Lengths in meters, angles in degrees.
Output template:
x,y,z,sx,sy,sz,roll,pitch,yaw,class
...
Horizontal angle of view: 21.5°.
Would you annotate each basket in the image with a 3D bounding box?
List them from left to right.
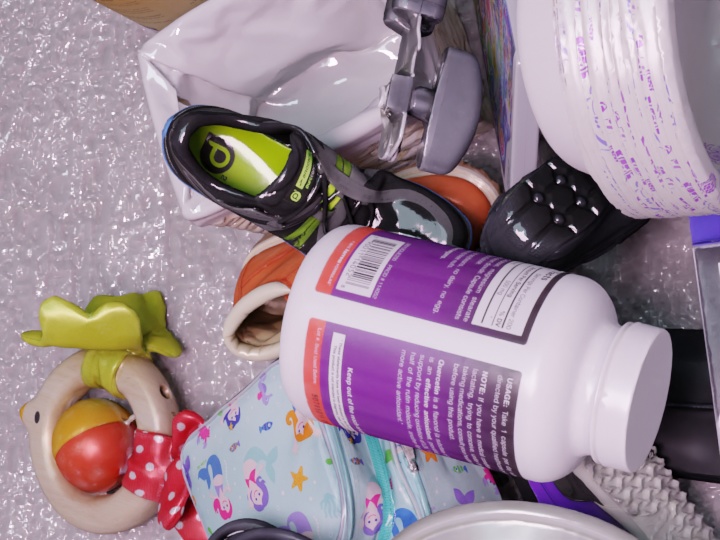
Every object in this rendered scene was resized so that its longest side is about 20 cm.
x,y,z,sx,sy,sz,roll,pitch,yaw,class
-0.025,-0.119,1.248,0.199,0.123,0.137,-26,69,23,basket

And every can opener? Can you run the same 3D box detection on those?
x,y,z,sx,sy,sz,roll,pitch,yaw,class
0.050,-0.157,1.130,0.066,0.053,0.202,14,80,-9,can opener

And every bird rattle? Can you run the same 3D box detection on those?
x,y,z,sx,sy,sz,roll,pitch,yaw,class
-0.160,0.113,1.313,0.163,0.112,0.201,-38,77,29,bird rattle

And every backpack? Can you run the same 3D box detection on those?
x,y,z,sx,sy,sz,roll,pitch,yaw,class
-0.005,0.142,1.168,0.177,0.150,0.201,-40,71,41,backpack

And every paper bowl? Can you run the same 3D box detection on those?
x,y,z,sx,sy,sz,roll,pitch,yaw,class
0.156,-0.128,1.038,0.103,0.200,0.203,-5,77,30,paper bowl

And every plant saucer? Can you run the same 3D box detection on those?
x,y,z,sx,sy,sz,roll,pitch,yaw,class
0.094,0.215,1.052,0.198,0.201,0.050,-12,33,26,plant saucer

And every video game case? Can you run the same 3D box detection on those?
x,y,z,sx,sy,sz,roll,pitch,yaw,class
0.087,-0.154,1.157,0.018,0.144,0.201,-5,54,-2,video game case

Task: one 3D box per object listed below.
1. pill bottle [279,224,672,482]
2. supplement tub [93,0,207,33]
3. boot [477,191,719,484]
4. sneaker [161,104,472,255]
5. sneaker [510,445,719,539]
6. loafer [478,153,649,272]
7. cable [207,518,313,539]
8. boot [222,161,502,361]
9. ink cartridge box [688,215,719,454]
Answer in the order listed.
x,y,z,sx,sy,sz,roll,pitch,yaw,class
0.063,0.047,1.029,0.198,0.112,0.114,14,87,23,pill bottle
-0.140,-0.243,1.292,0.143,0.200,0.146,-6,77,28,supplement tub
0.167,0.040,1.140,0.198,0.065,0.167,5,92,34,boot
-0.029,-0.043,1.136,0.198,0.083,0.071,24,91,-1,sneaker
0.150,0.168,1.114,0.099,0.069,0.201,-29,92,44,sneaker
0.139,-0.047,1.123,0.068,0.200,0.070,50,141,11,loafer
-0.018,0.220,1.081,0.199,0.164,0.051,17,50,39,cable
0.000,0.000,1.211,0.199,0.107,0.075,-24,107,26,boot
0.288,0.021,1.058,0.196,0.043,0.202,-8,74,7,ink cartridge box
